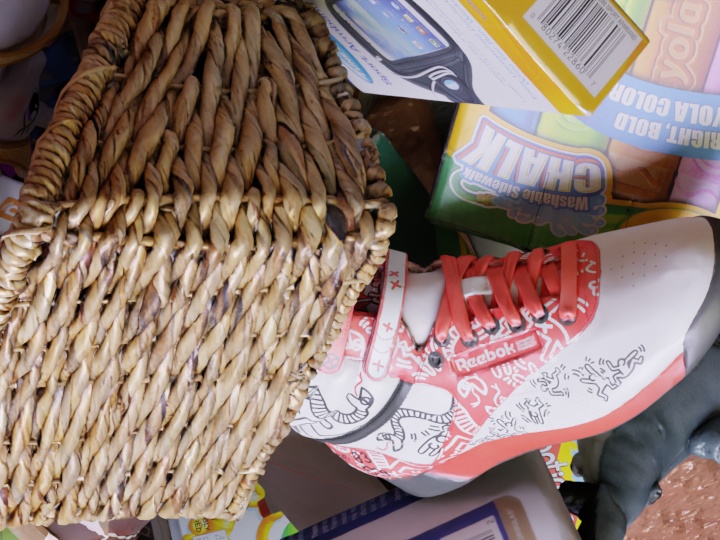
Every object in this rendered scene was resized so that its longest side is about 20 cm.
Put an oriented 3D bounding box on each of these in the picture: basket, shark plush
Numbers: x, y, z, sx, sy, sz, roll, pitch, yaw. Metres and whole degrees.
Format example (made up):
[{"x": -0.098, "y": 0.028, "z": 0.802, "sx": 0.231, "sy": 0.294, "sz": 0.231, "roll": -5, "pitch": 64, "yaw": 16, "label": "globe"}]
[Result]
[{"x": -0.099, "y": -0.009, "z": 1.064, "sx": 0.149, "sy": 0.143, "sz": 0.200, "roll": -2, "pitch": 143, "yaw": -26, "label": "basket"}, {"x": 0.142, "y": 0.066, "z": 1.304, "sx": 0.200, "sy": 0.083, "sz": 0.091, "roll": -44, "pitch": 144, "yaw": -50, "label": "shark plush"}]

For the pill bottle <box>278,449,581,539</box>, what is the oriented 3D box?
[{"x": 0.003, "y": 0.156, "z": 1.194, "sx": 0.200, "sy": 0.111, "sz": 0.111, "roll": -24, "pitch": 141, "yaw": 3, "label": "pill bottle"}]

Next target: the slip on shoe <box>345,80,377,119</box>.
[{"x": -0.006, "y": -0.130, "z": 1.149, "sx": 0.061, "sy": 0.074, "sz": 0.200, "roll": 16, "pitch": 146, "yaw": 9, "label": "slip on shoe"}]

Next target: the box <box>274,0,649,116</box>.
[{"x": 0.007, "y": -0.112, "z": 1.026, "sx": 0.119, "sy": 0.200, "sz": 0.041, "roll": 45, "pitch": 78, "yaw": -23, "label": "box"}]

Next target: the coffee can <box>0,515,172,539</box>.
[{"x": -0.202, "y": 0.137, "z": 1.242, "sx": 0.200, "sy": 0.146, "sz": 0.146, "roll": 14, "pitch": 130, "yaw": -35, "label": "coffee can"}]

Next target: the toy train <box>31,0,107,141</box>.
[{"x": -0.094, "y": -0.117, "z": 1.140, "sx": 0.046, "sy": 0.034, "sz": 0.200, "roll": 7, "pitch": 133, "yaw": -26, "label": "toy train"}]

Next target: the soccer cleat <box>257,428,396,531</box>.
[{"x": -0.047, "y": 0.052, "z": 1.252, "sx": 0.078, "sy": 0.069, "sz": 0.200, "roll": -33, "pitch": 126, "yaw": 24, "label": "soccer cleat"}]

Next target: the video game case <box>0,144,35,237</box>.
[{"x": -0.157, "y": 0.035, "z": 1.287, "sx": 0.181, "sy": 0.036, "sz": 0.200, "roll": 24, "pitch": 124, "yaw": -40, "label": "video game case"}]

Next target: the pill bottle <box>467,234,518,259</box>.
[{"x": 0.147, "y": -0.037, "z": 1.277, "sx": 0.200, "sy": 0.114, "sz": 0.114, "roll": -24, "pitch": 141, "yaw": 3, "label": "pill bottle"}]

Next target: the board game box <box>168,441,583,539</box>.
[{"x": 0.009, "y": 0.118, "z": 1.378, "sx": 0.200, "sy": 0.103, "sz": 0.105, "roll": -13, "pitch": 173, "yaw": -9, "label": "board game box"}]

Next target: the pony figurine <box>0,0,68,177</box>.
[{"x": -0.166, "y": -0.093, "z": 1.053, "sx": 0.193, "sy": 0.167, "sz": 0.200, "roll": -15, "pitch": 144, "yaw": -36, "label": "pony figurine"}]

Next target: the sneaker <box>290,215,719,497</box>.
[{"x": 0.042, "y": 0.020, "z": 1.092, "sx": 0.108, "sy": 0.067, "sz": 0.201, "roll": 28, "pitch": 140, "yaw": -29, "label": "sneaker"}]

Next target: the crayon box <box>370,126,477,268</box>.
[{"x": 0.000, "y": 0.000, "z": 1.222, "sx": 0.052, "sy": 0.126, "sz": 0.200, "roll": -49, "pitch": 134, "yaw": -13, "label": "crayon box"}]

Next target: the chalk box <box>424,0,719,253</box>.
[{"x": 0.103, "y": -0.074, "z": 1.144, "sx": 0.124, "sy": 0.125, "sz": 0.200, "roll": 16, "pitch": 120, "yaw": 2, "label": "chalk box"}]

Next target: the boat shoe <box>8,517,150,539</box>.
[{"x": -0.158, "y": 0.036, "z": 1.181, "sx": 0.200, "sy": 0.070, "sz": 0.070, "roll": 43, "pitch": 114, "yaw": -14, "label": "boat shoe"}]
